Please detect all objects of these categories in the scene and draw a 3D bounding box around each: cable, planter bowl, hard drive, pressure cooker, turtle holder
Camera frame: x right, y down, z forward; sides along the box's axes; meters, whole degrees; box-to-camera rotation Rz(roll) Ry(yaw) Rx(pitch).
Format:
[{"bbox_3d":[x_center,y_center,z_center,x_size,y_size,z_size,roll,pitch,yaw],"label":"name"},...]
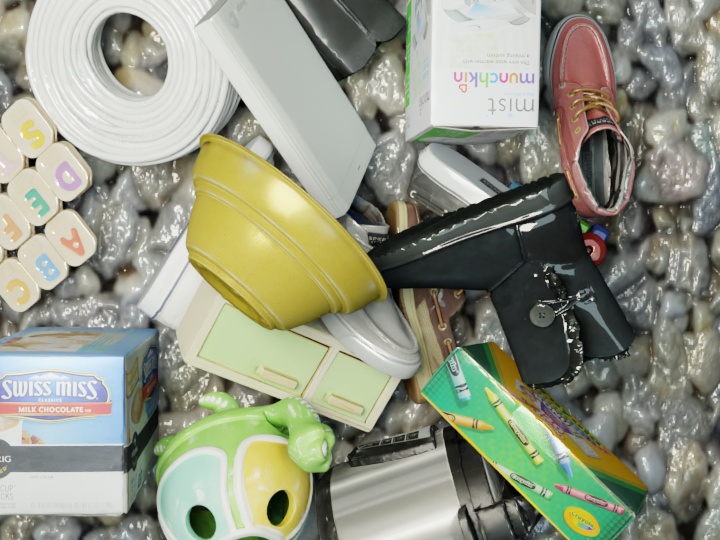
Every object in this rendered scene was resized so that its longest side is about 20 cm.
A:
[{"bbox_3d":[-0.202,-0.195,0.875,0.198,0.069,0.202,-1,109,12],"label":"cable"},{"bbox_3d":[-0.080,-0.011,0.791,0.200,0.200,0.084,41,77,-6],"label":"planter bowl"},{"bbox_3d":[-0.059,-0.158,0.864,0.026,0.132,0.201,-21,117,28],"label":"hard drive"},{"bbox_3d":[0.076,0.237,0.903,0.199,0.176,0.179,-20,127,8],"label":"pressure cooker"},{"bbox_3d":[-0.096,0.197,0.885,0.184,0.132,0.141,-20,133,4],"label":"turtle holder"}]

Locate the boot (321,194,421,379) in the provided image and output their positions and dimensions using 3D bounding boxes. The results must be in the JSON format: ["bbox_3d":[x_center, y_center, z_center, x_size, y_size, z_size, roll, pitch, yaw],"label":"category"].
[{"bbox_3d":[0.000,0.000,0.898,0.200,0.073,0.096,46,120,21],"label":"boot"}]

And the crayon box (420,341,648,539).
[{"bbox_3d":[0.156,0.152,0.867,0.200,0.119,0.058,44,103,17],"label":"crayon box"}]

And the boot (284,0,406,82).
[{"bbox_3d":[-0.025,-0.303,0.921,0.165,0.066,0.200,-44,97,-9],"label":"boot"}]

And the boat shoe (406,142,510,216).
[{"bbox_3d":[0.122,-0.036,0.904,0.200,0.070,0.066,39,119,15],"label":"boat shoe"}]

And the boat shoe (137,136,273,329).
[{"bbox_3d":[-0.132,-0.032,0.929,0.065,0.074,0.201,33,100,-14],"label":"boat shoe"}]

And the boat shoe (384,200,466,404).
[{"bbox_3d":[0.067,0.028,0.953,0.071,0.072,0.202,-11,99,-11],"label":"boat shoe"}]

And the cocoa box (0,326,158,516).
[{"bbox_3d":[-0.255,0.124,0.865,0.132,0.200,0.132,1,93,-4],"label":"cocoa box"}]

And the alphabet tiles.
[{"bbox_3d":[-0.342,-0.065,0.904,0.199,0.015,0.196,-35,96,20],"label":"alphabet tiles"}]

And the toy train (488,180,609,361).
[{"bbox_3d":[0.145,0.020,0.956,0.115,0.085,0.201,34,95,8],"label":"toy train"}]

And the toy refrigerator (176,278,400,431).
[{"bbox_3d":[-0.063,0.076,0.907,0.199,0.070,0.076,25,102,-25],"label":"toy refrigerator"}]

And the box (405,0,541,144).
[{"bbox_3d":[0.097,-0.206,0.872,0.096,0.200,0.178,1,95,-4],"label":"box"}]

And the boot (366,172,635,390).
[{"bbox_3d":[0.115,0.028,0.833,0.199,0.076,0.169,-20,101,17],"label":"boot"}]

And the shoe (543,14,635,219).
[{"bbox_3d":[0.224,-0.149,0.939,0.071,0.091,0.202,-4,94,-4],"label":"shoe"}]
